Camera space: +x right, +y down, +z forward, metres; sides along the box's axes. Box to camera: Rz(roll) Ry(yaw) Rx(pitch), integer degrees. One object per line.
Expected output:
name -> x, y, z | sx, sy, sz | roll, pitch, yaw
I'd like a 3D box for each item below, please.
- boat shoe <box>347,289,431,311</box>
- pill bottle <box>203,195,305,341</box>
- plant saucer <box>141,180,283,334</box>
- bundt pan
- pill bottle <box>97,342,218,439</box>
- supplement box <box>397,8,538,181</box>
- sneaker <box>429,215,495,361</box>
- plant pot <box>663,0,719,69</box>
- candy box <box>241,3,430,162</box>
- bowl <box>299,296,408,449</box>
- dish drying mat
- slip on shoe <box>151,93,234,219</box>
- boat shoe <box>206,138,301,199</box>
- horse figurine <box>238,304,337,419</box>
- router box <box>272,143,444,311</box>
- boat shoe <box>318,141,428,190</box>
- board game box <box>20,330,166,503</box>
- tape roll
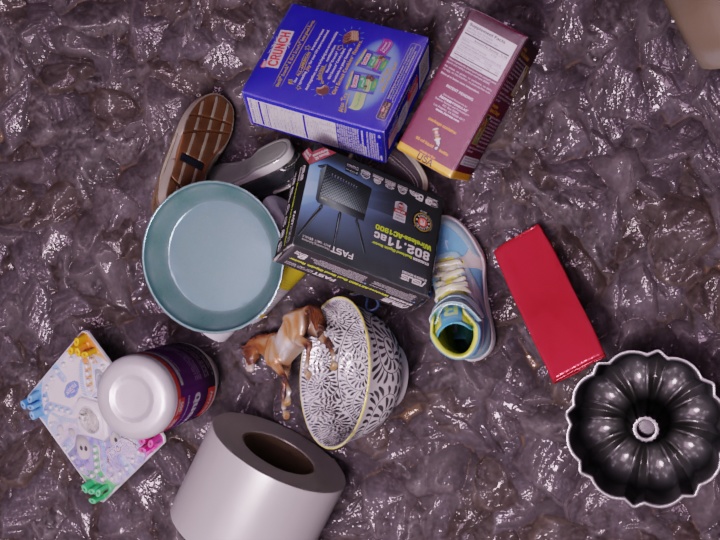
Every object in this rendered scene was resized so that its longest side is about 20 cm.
boat shoe -> 0.000, 0.000, 1.509 | 0.200, 0.084, 0.069 | 28, 119, -17
pill bottle -> -0.150, 0.001, 1.554 | 0.200, 0.112, 0.112 | -45, 81, 14
plant saucer -> -0.190, -0.018, 1.487 | 0.199, 0.036, 0.201 | 1, 94, 15
bundt pan -> 0.363, 0.195, 1.435 | 0.201, 0.076, 0.202 | 1, 93, 15
pill bottle -> -0.268, 0.160, 1.551 | 0.112, 0.200, 0.113 | 1, 94, 16
supplement box -> 0.140, -0.223, 1.458 | 0.086, 0.110, 0.200 | 30, 100, 13
sneaker -> 0.122, 0.024, 1.467 | 0.079, 0.131, 0.201 | -18, 87, 17
plant pot -> 0.443, -0.339, 1.338 | 0.200, 0.200, 0.174 | -15, 105, 16
candy box -> -0.030, -0.249, 1.483 | 0.200, 0.077, 0.169 | 18, 62, 13
bowl -> 0.003, 0.139, 1.510 | 0.094, 0.201, 0.201 | 7, 97, -28
dish drying mat -> 0.242, 0.041, 1.457 | 0.077, 0.018, 0.200 | -30, 64, 16
slip on shoe -> -0.236, -0.157, 1.569 | 0.061, 0.076, 0.200 | -17, 52, 51
boat shoe -> -0.164, -0.118, 1.575 | 0.200, 0.076, 0.060 | -16, 130, 31
horse figurine -> -0.091, 0.107, 1.534 | 0.200, 0.050, 0.133 | -50, 46, 40
router box -> 0.001, -0.053, 1.433 | 0.200, 0.062, 0.150 | 20, 61, -20
boat shoe -> 0.001, -0.156, 1.516 | 0.200, 0.065, 0.072 | 42, 133, 13
board game box -> -0.395, 0.219, 1.646 | 0.200, 0.026, 0.200 | 52, 125, 8
tape roll -> -0.138, 0.302, 1.522 | 0.202, 0.203, 0.139 | 29, 100, 13
